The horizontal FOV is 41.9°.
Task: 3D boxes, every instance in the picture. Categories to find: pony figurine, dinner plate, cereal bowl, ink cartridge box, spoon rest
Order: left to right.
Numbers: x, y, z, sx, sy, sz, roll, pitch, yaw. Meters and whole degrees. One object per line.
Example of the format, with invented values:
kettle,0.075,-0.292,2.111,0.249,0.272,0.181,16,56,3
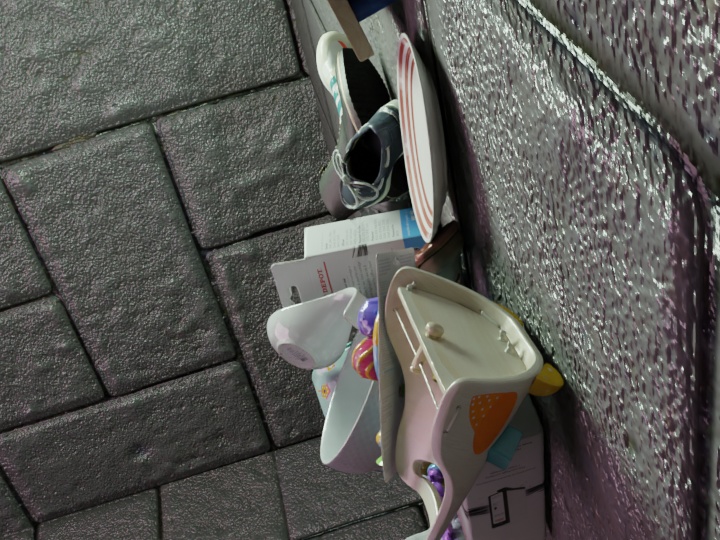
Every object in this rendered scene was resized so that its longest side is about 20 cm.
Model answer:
spoon rest,-0.041,0.067,1.097,0.099,0.061,0.199,38,147,-16
ink cartridge box,0.000,0.000,1.140,0.067,0.197,0.117,-93,-9,-53
cereal bowl,0.029,0.132,1.035,0.200,0.082,0.202,-159,90,-80
dinner plate,0.061,-0.128,0.912,0.200,0.024,0.203,171,90,-88
pony figurine,0.141,0.390,1.375,0.201,0.165,0.194,58,-167,-28
ink cartridge box,0.120,0.166,0.924,0.201,0.083,0.147,76,177,-47

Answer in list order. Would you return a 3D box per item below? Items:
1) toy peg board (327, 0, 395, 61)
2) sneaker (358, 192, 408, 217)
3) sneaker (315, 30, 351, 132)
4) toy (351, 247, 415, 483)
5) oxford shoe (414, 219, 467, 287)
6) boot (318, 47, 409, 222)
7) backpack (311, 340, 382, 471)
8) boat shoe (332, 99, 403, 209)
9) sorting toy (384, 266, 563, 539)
toy peg board,-0.021,-0.358,0.963,0.200,0.097,0.201,56,-170,-40
sneaker,0.022,-0.083,1.359,0.199,0.060,0.105,37,141,45
sneaker,-0.006,-0.258,1.385,0.093,0.070,0.202,10,116,68
toy,0.021,0.084,0.880,0.115,0.047,0.203,-13,-82,-71
oxford shoe,0.093,0.008,0.998,0.074,0.071,0.200,44,167,12
boot,-0.022,-0.172,1.230,0.138,0.077,0.202,-26,75,45
backpack,0.039,0.165,1.219,0.200,0.174,0.155,42,-153,-50
boat shoe,0.008,-0.124,1.110,0.075,0.062,0.200,54,151,5
sorting toy,0.070,0.125,0.762,0.200,0.106,0.182,-111,36,-65
